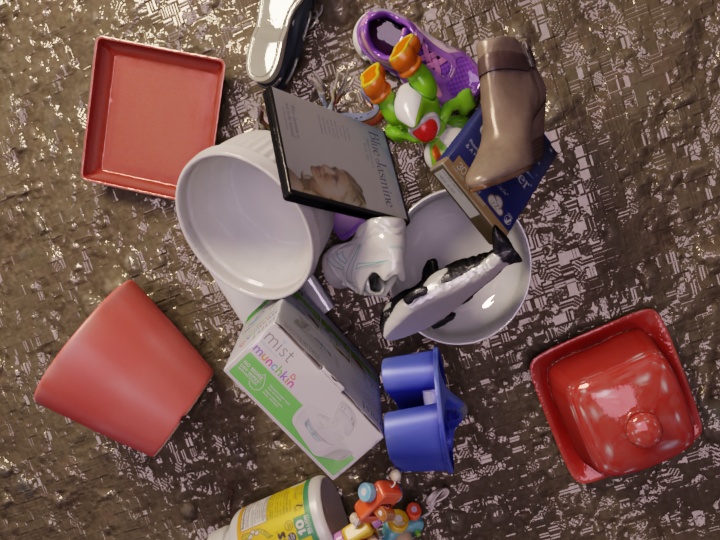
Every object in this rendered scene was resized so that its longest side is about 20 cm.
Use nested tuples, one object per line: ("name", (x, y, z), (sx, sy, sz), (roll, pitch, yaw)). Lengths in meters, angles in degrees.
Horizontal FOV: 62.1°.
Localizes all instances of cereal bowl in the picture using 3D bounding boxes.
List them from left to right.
("cereal bowl", (0.131, -0.008, 0.815), (0.193, 0.083, 0.207), (1, 97, 7))

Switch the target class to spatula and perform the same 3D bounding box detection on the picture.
("spatula", (-0.061, -0.140, 0.852), (0.056, 0.021, 0.202), (-34, 91, 11))

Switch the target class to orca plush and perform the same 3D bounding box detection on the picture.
("orca plush", (0.096, 0.006, 0.742), (0.200, 0.103, 0.072), (-46, 50, 32))

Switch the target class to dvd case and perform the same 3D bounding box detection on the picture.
("dvd case", (-0.024, -0.132, 0.726), (0.017, 0.196, 0.147), (-32, 62, 38))

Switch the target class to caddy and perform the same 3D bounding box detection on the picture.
("caddy", (0.091, 0.187, 0.789), (0.101, 0.201, 0.146), (-6, 62, 9))

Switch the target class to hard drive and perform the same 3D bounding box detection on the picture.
("hard drive", (-0.144, 0.003, 0.876), (0.130, 0.025, 0.203), (-33, 92, 9))

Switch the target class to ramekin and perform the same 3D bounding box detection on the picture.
("ramekin", (-0.124, -0.076, 0.754), (0.194, 0.106, 0.205), (14, 128, 18))

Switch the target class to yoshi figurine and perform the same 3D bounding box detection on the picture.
("yoshi figurine", (0.092, -0.200, 0.776), (0.113, 0.112, 0.200), (-49, 115, -11))

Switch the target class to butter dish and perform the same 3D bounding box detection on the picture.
("butter dish", (0.348, 0.184, 0.781), (0.195, 0.148, 0.204), (-24, 93, 9))

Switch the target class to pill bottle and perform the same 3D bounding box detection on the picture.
("pill bottle", (-0.123, 0.391, 0.876), (0.195, 0.113, 0.116), (-24, 94, 8))

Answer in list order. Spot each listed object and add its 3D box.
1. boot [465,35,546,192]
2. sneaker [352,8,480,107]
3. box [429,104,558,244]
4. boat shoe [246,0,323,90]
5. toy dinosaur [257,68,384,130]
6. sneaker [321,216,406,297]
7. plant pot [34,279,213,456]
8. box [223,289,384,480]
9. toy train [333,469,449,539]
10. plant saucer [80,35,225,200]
("boot", (0.157, -0.183, 0.673), (0.069, 0.199, 0.151), (-6, 106, 36))
("sneaker", (0.075, -0.282, 0.787), (0.196, 0.088, 0.082), (29, 98, 1))
("box", (0.179, -0.147, 0.752), (0.121, 0.032, 0.201), (46, 60, -14))
("boat shoe", (-0.096, -0.343, 0.810), (0.073, 0.062, 0.207), (14, 90, 20))
("toy dinosaur", (-0.053, -0.196, 0.823), (0.175, 0.106, 0.204), (1, 128, -13))
("sneaker", (0.000, 0.000, 0.780), (0.068, 0.200, 0.083), (-1, 74, -24))
("plant pot", (-0.316, 0.148, 0.839), (0.176, 0.201, 0.202), (38, 99, -8))
("box", (-0.065, 0.133, 0.789), (0.096, 0.177, 0.201), (-39, 104, 10))
("toy train", (0.049, 0.346, 0.817), (0.151, 0.198, 0.056), (-47, 47, 15))
("plant saucer", (-0.295, -0.213, 0.863), (0.193, 0.037, 0.206), (11, 98, 4))
